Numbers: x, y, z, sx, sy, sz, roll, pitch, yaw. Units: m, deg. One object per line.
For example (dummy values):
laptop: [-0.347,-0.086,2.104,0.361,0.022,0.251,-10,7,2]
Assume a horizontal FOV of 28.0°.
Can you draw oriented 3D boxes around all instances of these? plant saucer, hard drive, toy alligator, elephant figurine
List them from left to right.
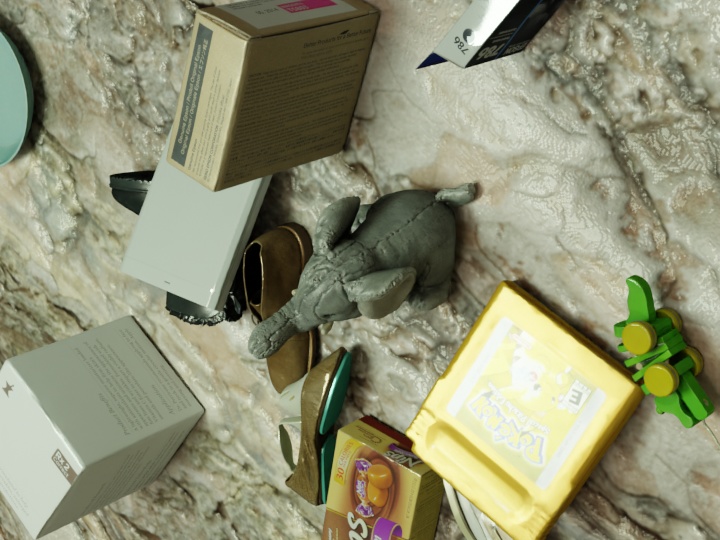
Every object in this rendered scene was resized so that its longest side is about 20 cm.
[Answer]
plant saucer: [-0.476,-0.231,1.841,0.200,0.036,0.200,15,114,36]
hard drive: [-0.172,-0.071,1.567,0.132,0.026,0.200,21,91,25]
elephant figurine: [0.000,0.000,1.401,0.141,0.200,0.155,12,112,38]
toy alligator: [0.275,0.101,1.296,0.054,0.059,0.200,-32,83,42]

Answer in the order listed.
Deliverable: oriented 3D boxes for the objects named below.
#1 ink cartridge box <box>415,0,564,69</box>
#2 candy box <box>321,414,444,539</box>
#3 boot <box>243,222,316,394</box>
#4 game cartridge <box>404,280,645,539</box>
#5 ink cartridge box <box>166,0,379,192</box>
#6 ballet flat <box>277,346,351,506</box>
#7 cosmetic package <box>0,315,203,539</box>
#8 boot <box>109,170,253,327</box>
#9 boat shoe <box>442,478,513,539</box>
ink cartridge box: [0.139,-0.237,1.271,0.039,0.099,0.200,53,131,12]
candy box: [0.021,0.273,1.575,0.117,0.056,0.200,26,119,31]
boot: [-0.096,0.052,1.588,0.074,0.075,0.200,11,113,36]
game cartridge: [0.153,0.139,1.394,0.176,0.032,0.200,38,107,25]
ink cartridge box: [-0.084,-0.181,1.412,0.075,0.200,0.165,32,123,27]
ballet flat: [-0.056,0.168,1.595,0.072,0.068,0.200,15,121,17]
cosmetic package: [-0.335,0.187,1.751,0.165,0.200,0.165,50,130,17]
boot: [-0.206,-0.028,1.653,0.198,0.073,0.163,9,107,31]
boat shoe: [0.145,0.260,1.461,0.068,0.075,0.200,-25,86,23]
